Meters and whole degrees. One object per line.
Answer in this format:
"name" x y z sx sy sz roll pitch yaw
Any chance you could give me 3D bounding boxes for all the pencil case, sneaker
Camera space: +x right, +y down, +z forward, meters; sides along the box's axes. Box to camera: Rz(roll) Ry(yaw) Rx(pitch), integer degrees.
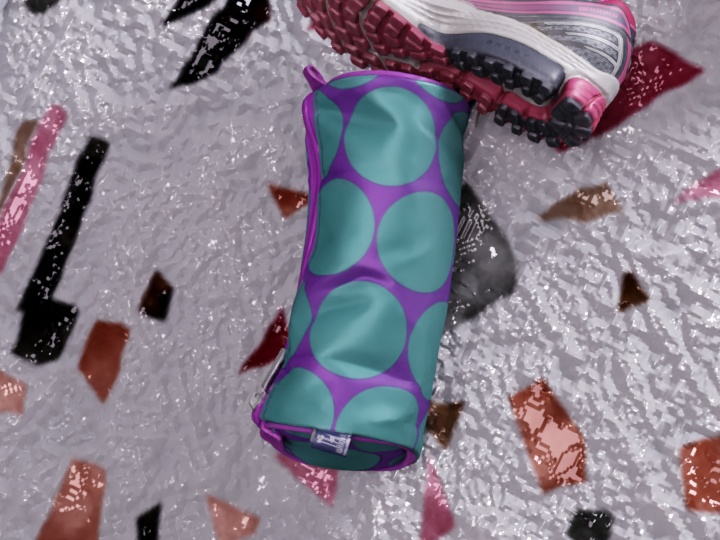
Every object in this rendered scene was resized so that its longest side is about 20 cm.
"pencil case" 0.000 0.000 1.535 0.092 0.085 0.200 10 81 -10
"sneaker" 0.047 -0.135 1.560 0.200 0.081 0.075 27 66 13

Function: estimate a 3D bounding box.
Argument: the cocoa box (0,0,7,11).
"cocoa box" -0.304 -0.119 1.612 0.133 0.131 0.200 29 88 18
